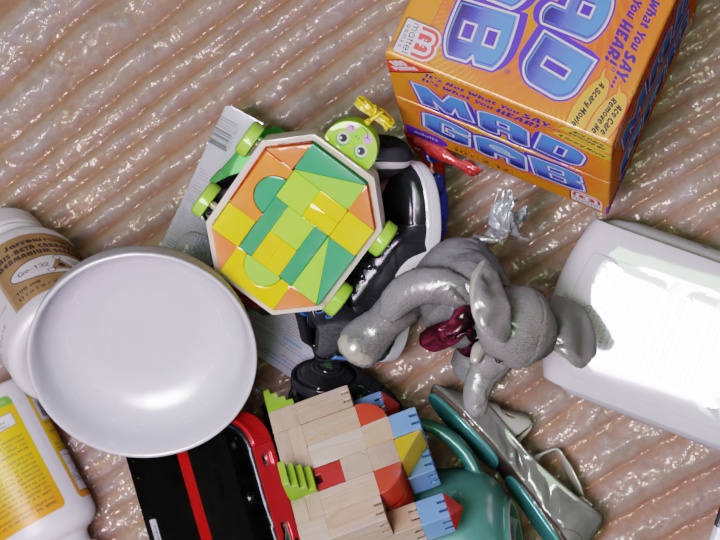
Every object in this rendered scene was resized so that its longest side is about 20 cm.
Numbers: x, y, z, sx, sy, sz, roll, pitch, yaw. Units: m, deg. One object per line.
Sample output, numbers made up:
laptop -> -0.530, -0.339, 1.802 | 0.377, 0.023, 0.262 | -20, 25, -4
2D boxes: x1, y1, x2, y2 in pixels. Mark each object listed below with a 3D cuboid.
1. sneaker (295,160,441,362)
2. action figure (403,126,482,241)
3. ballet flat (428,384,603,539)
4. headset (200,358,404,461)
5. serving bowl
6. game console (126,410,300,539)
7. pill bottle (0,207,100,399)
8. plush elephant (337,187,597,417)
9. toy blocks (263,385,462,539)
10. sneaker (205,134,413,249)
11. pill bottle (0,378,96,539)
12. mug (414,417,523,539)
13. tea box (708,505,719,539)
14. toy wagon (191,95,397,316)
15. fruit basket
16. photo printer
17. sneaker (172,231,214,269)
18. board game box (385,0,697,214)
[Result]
sneaker -> 0.000, 0.000, 1.645 | 0.073, 0.111, 0.201 | 46, 132, 48
action figure -> 0.090, -0.073, 1.683 | 0.098, 0.065, 0.202 | -4, 93, 21
ballet flat -> 0.145, 0.169, 1.691 | 0.064, 0.067, 0.200 | -39, 84, -14
headset -> -0.051, 0.138, 1.703 | 0.199, 0.094, 0.124 | 30, 118, -1
serving bowl -> -0.189, 0.062, 1.616 | 0.198, 0.066, 0.202 | -2, 116, -3
game console -> -0.127, 0.238, 1.685 | 0.176, 0.031, 0.202 | -19, 86, 42
pill bottle -> -0.302, 0.025, 1.720 | 0.115, 0.114, 0.200 | -57, 40, 11
plush elephant -> 0.108, 0.050, 1.585 | 0.164, 0.155, 0.201 | 21, 112, -30
toy blocks -> 0.005, 0.171, 1.597 | 0.136, 0.100, 0.201 | -20, 47, 2
sneaker -> -0.042, -0.060, 1.638 | 0.198, 0.072, 0.083 | -15, 105, 14
pill bottle -> -0.323, 0.214, 1.779 | 0.111, 0.111, 0.201 | -30, 85, 14
mug -> 0.082, 0.240, 1.648 | 0.113, 0.152, 0.186 | -7, 120, 11
tea box -> 0.380, 0.175, 1.552 | 0.133, 0.200, 0.198 | 20, 97, 13
toy wagon -> -0.044, -0.060, 1.578 | 0.155, 0.040, 0.200 | 36, 110, -4
fruit basket -> -0.087, -0.026, 1.731 | 0.184, 0.094, 0.201 | 31, 115, 11
photo printer -> 0.265, 0.052, 1.638 | 0.199, 0.069, 0.168 | 19, 98, 16
sneaker -> -0.189, 0.041, 1.724 | 0.114, 0.075, 0.201 | 21, 129, 22
board game box -> 0.158, -0.199, 1.562 | 0.199, 0.200, 0.201 | 23, 79, 12
